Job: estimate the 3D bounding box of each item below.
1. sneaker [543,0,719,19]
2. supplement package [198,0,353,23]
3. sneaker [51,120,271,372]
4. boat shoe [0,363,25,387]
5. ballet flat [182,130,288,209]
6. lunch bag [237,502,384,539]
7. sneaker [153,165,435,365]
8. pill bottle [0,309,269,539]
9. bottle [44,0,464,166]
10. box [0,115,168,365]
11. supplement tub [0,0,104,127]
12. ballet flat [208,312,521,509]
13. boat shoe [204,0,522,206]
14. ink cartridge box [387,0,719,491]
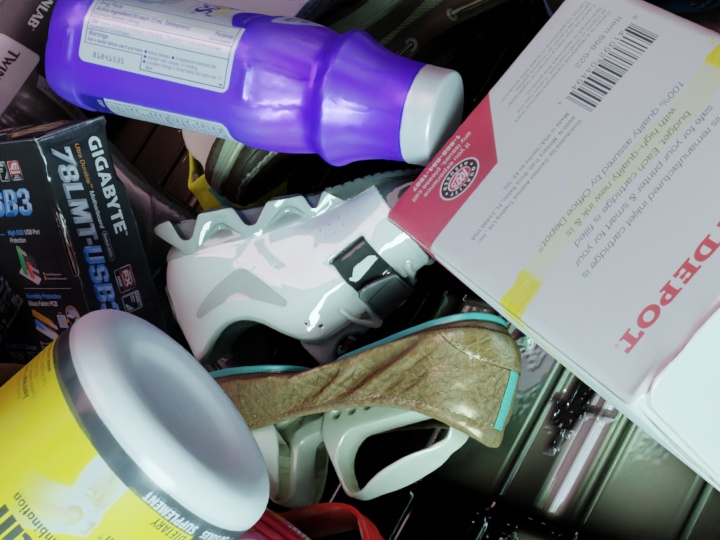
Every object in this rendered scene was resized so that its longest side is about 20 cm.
[{"bbox_3d":[0.177,-0.169,0.796,0.200,0.073,0.082,-30,61,28],"label":"sneaker"},{"bbox_3d":[-0.031,-0.203,0.905,0.110,0.114,0.200,-43,0,37],"label":"supplement package"},{"bbox_3d":[-0.105,0.002,0.931,0.076,0.114,0.199,-48,63,2],"label":"sneaker"},{"bbox_3d":[-0.205,0.143,0.861,0.066,0.074,0.200,15,92,62],"label":"boat shoe"},{"bbox_3d":[-0.082,-0.098,0.992,0.067,0.067,0.200,-35,38,20],"label":"ballet flat"},{"bbox_3d":[-0.050,0.176,0.704,0.176,0.082,0.200,-51,34,-10],"label":"lunch bag"},{"bbox_3d":[0.000,0.000,0.820,0.200,0.074,0.089,-13,82,17],"label":"sneaker"},{"bbox_3d":[-0.144,0.117,0.694,0.200,0.112,0.112,-41,36,12],"label":"pill bottle"},{"bbox_3d":[-0.051,-0.093,0.796,0.200,0.084,0.065,14,100,20],"label":"bottle"},{"bbox_3d":[-0.182,0.022,0.893,0.050,0.199,0.200,-23,15,-40],"label":"box"},{"bbox_3d":[-0.216,-0.162,1.148,0.122,0.123,0.200,12,67,51],"label":"supplement tub"},{"bbox_3d":[-0.010,0.073,0.776,0.200,0.068,0.072,-14,67,34],"label":"ballet flat"},{"bbox_3d":[0.006,-0.102,0.890,0.075,0.075,0.202,43,86,12],"label":"boat shoe"},{"bbox_3d":[0.124,-0.020,0.687,0.145,0.083,0.200,-49,35,1],"label":"ink cartridge box"}]
